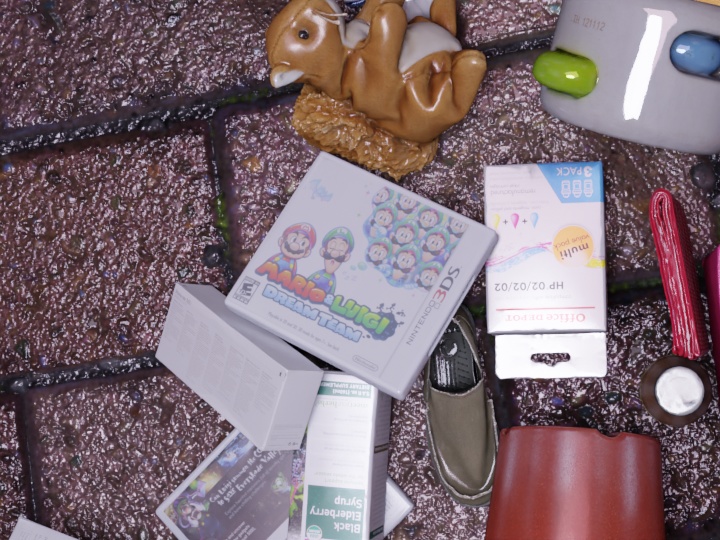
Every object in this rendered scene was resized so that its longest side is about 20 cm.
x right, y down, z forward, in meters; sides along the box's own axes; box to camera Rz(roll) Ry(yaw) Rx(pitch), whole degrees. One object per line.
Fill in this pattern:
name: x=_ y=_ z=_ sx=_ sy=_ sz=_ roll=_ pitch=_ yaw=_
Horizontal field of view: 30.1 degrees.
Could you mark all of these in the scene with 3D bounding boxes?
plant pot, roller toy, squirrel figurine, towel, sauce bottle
plant pot: x=0.194 y=0.245 z=1.206 sx=0.198 sy=0.201 sz=0.198 roll=3 pitch=78 yaw=10
roller toy: x=0.263 y=-0.192 z=1.211 sx=0.181 sy=0.200 sz=0.141 roll=17 pitch=104 yaw=17
squirrel figurine: x=-0.005 y=-0.176 z=1.265 sx=0.185 sy=0.201 sz=0.142 roll=5 pitch=43 yaw=-17
towel: x=0.285 y=0.006 z=1.193 sx=0.022 sy=0.200 sz=0.146 roll=-10 pitch=85 yaw=17
sauce bottle: x=0.279 y=0.105 z=1.186 sx=0.064 sy=0.200 sz=0.066 roll=-1 pitch=83 yaw=11

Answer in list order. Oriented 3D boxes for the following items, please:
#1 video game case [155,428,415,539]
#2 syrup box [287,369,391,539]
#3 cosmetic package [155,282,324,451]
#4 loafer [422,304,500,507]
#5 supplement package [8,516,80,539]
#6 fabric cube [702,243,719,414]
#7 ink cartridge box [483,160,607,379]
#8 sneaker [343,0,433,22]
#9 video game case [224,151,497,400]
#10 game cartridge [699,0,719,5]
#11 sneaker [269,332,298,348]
video game case: x=-0.076 y=0.236 z=1.332 sx=0.200 sy=0.023 sz=0.182 roll=-45 pitch=80 yaw=5
syrup box: x=-0.019 y=0.197 z=1.271 sx=0.078 sy=0.081 sz=0.203 roll=3 pitch=86 yaw=12
cosmetic package: x=-0.118 y=0.088 z=1.277 sx=0.199 sy=0.050 sz=0.083 roll=34 pitch=113 yaw=45
loafer: x=0.090 y=0.128 z=1.284 sx=0.074 sy=0.070 sz=0.202 roll=-14 pitch=84 yaw=9
supplement package: x=-0.259 y=0.371 z=1.263 sx=0.198 sy=0.147 sz=0.193 roll=18 pitch=66 yaw=11
fabric cube: x=0.410 y=0.065 z=1.167 sx=0.198 sy=0.199 sz=0.199 roll=-7 pitch=86 yaw=9
ink cartridge box: x=0.178 y=0.002 z=1.278 sx=0.114 sy=0.068 sz=0.203 roll=-2 pitch=85 yaw=11
sneaker: x=0.001 y=-0.317 z=1.334 sx=0.087 sy=0.074 sz=0.201 roll=-36 pitch=80 yaw=11
video game case: x=0.000 y=0.000 z=1.254 sx=0.199 sy=0.024 sz=0.183 roll=26 pitch=72 yaw=21
game cartridge: x=0.425 y=-0.215 z=1.271 sx=0.198 sy=0.032 sz=0.178 roll=-12 pitch=84 yaw=7
sneaker: x=-0.009 y=0.009 z=1.307 sx=0.200 sy=0.078 sz=0.070 roll=-40 pitch=80 yaw=6
